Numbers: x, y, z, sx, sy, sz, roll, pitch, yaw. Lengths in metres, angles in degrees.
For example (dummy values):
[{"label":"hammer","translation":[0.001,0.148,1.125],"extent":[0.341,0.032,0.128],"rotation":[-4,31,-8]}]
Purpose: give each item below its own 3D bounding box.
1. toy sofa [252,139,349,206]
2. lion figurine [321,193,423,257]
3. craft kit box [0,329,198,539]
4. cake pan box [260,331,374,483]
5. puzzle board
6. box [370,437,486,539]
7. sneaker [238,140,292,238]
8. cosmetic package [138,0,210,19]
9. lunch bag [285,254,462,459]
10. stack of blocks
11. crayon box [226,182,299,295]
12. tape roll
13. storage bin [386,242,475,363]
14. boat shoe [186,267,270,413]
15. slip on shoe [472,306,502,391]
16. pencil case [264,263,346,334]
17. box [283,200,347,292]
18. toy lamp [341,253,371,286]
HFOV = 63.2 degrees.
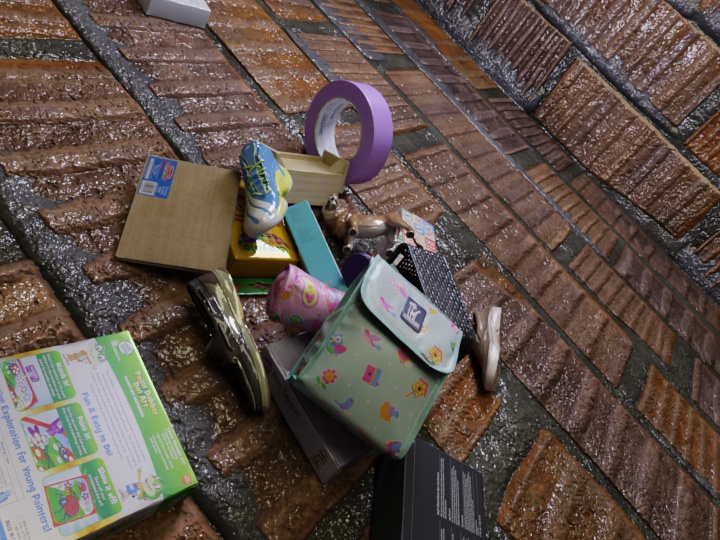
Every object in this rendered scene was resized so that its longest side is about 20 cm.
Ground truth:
[{"label":"toy sofa","translation":[-0.121,-0.182,1.128],"extent":[0.197,0.100,0.082],"rotation":[-4,29,-47]},{"label":"lion figurine","translation":[0.020,-0.085,1.116],"extent":[0.193,0.074,0.124],"rotation":[10,32,-9]},{"label":"craft kit box","translation":[-0.291,0.170,0.589],"extent":[0.194,0.049,0.202],"rotation":[-11,60,-47]},{"label":"cake pan box","translation":[-0.035,0.171,0.836],"extent":[0.182,0.052,0.202],"rotation":[-12,60,-52]},{"label":"puzzle board","translation":[-0.262,-0.084,0.868],"extent":[0.146,0.018,0.205],"rotation":[9,52,-11]},{"label":"box","translation":[0.088,0.336,0.751],"extent":[0.139,0.079,0.203],"rotation":[33,35,-17]},{"label":"sneaker","translation":[-0.163,-0.133,0.909],"extent":[0.106,0.074,0.202],"rotation":[57,14,-26]},{"label":"cosmetic package","translation":[-0.448,-0.646,1.327],"extent":[0.148,0.052,0.203],"rotation":[-10,59,-46]},{"label":"lunch bag","translation":[0.027,0.105,0.751],"extent":[0.169,0.122,0.202],"rotation":[39,73,-6]},{"label":"stack of blocks","translation":[0.094,-0.036,1.183],"extent":[0.113,0.059,0.203],"rotation":[27,37,-20]},{"label":"crayon box","translation":[-0.179,-0.055,0.942],"extent":[0.125,0.051,0.203],"rotation":[1,52,-45]},{"label":"tape roll","translation":[-0.027,-0.282,1.208],"extent":[0.065,0.201,0.202],"rotation":[-11,58,-48]},{"label":"storage bin","translation":[0.098,0.073,0.998],"extent":[0.092,0.136,0.204],"rotation":[15,41,-31]},{"label":"boat shoe","translation":[-0.174,0.097,0.771],"extent":[0.063,0.074,0.204],"rotation":[-17,70,-23]},{"label":"slip on shoe","translation":[0.241,0.148,1.132],"extent":[0.059,0.078,0.203],"rotation":[2,43,15]},{"label":"pencil case","translation":[-0.039,0.066,0.836],"extent":[0.196,0.088,0.089],"rotation":[27,36,-20]},{"label":"box","translation":[-0.072,-0.009,0.960],"extent":[0.048,0.083,0.203],"rotation":[-20,60,-11]},{"label":"toy lamp","translation":[0.000,0.000,0.985],"extent":[0.058,0.059,0.200],"rotation":[40,3,0]}]
